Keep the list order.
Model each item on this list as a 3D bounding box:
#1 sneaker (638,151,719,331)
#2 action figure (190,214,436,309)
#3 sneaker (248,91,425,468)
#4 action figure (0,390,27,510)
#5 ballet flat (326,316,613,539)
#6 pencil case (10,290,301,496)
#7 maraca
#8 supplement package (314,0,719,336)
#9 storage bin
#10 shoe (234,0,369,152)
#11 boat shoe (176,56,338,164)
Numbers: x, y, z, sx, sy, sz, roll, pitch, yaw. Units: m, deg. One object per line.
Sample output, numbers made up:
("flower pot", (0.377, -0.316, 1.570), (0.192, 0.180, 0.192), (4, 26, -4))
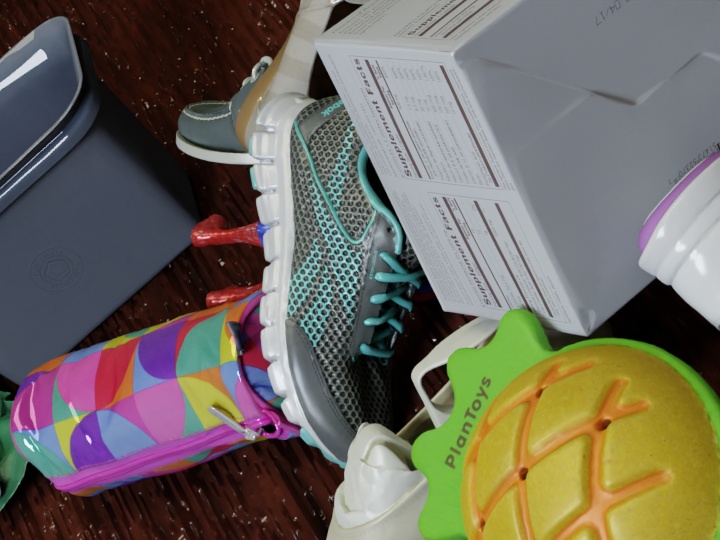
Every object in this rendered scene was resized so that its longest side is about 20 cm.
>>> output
("sneaker", (0.220, -0.038, 1.292), (0.200, 0.100, 0.075), (-40, -15, -17))
("action figure", (0.007, -0.014, 1.522), (0.200, 0.065, 0.052), (-5, 8, 32))
("sneaker", (0.000, 0.000, 1.449), (0.091, 0.078, 0.200), (-13, 82, 34))
("action figure", (-0.252, 0.097, 1.747), (0.118, 0.055, 0.200), (-48, 26, 8))
("ballet flat", (0.035, 0.080, 1.384), (0.200, 0.069, 0.069), (-46, 31, 4))
("pencil case", (-0.101, 0.069, 1.556), (0.200, 0.088, 0.088), (-19, 42, 42))
("maraca", (0.092, 0.091, 1.249), (0.200, 0.107, 0.137), (27, 93, 50))
("supplement package", (0.109, -0.091, 1.337), (0.200, 0.156, 0.111), (-38, 26, -26))
("storage bin", (-0.202, -0.035, 1.746), (0.200, 0.134, 0.146), (-40, 32, 13))
("shoe", (-0.003, -0.133, 1.528), (0.053, 0.070, 0.200), (52, 126, 42))
("boat shoe", (-0.034, -0.094, 1.644), (0.073, 0.062, 0.200), (-16, 15, -40))
